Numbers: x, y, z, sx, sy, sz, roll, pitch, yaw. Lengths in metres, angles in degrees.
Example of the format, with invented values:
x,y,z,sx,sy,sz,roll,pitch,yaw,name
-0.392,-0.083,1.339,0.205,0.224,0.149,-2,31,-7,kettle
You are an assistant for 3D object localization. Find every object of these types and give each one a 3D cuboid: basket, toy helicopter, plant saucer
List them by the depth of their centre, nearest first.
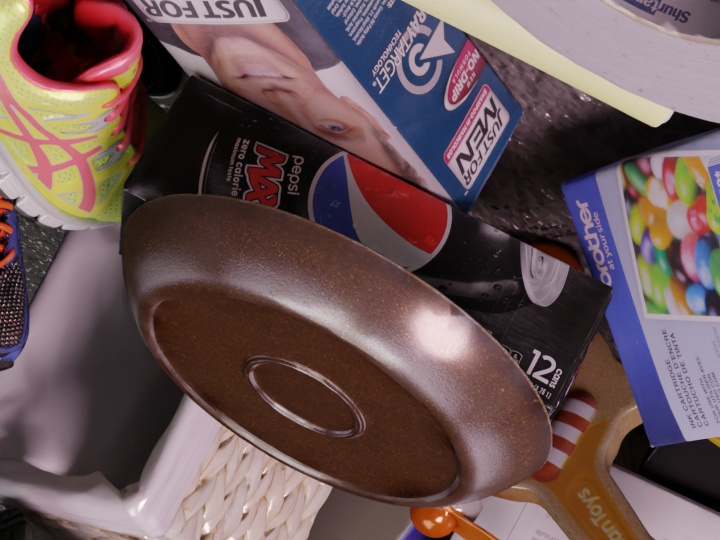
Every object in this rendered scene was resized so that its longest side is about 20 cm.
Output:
x,y,z,sx,sy,sz,roll,pitch,yaw,name
-0.017,0.042,1.178,0.199,0.032,0.200,25,154,13,plant saucer
0.081,0.094,1.268,0.200,0.132,0.079,55,173,35,toy helicopter
-0.076,0.048,1.357,0.135,0.201,0.123,7,154,41,basket

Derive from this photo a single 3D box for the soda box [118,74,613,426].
x,y,z,sx,sy,sz,roll,pitch,yaw,name
0.000,0.000,1.191,0.199,0.064,0.071,27,155,5,soda box

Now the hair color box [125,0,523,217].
x,y,z,sx,sy,sz,roll,pitch,yaw,name
-0.029,-0.106,1.170,0.100,0.061,0.200,5,146,44,hair color box

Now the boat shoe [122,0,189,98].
x,y,z,sx,sy,sz,roll,pitch,yaw,name
-0.137,-0.134,1.233,0.074,0.062,0.200,9,149,35,boat shoe

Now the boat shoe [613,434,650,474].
x,y,z,sx,sy,sz,roll,pitch,yaw,name
0.190,0.151,1.424,0.065,0.072,0.200,-27,114,19,boat shoe

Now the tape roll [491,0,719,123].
x,y,z,sx,sy,sz,roll,pitch,yaw,name
0.114,-0.134,0.956,0.199,0.066,0.201,24,156,12,tape roll

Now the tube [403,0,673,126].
x,y,z,sx,sy,sz,roll,pitch,yaw,name
0.036,-0.121,1.069,0.199,0.052,0.058,27,-168,-4,tube

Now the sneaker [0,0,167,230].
x,y,z,sx,sy,sz,roll,pitch,yaw,name
-0.119,-0.076,1.192,0.090,0.079,0.200,-13,154,26,sneaker

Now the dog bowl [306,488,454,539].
x,y,z,sx,sy,sz,roll,pitch,yaw,name
-0.027,0.120,1.429,0.199,0.201,0.079,8,146,39,dog bowl

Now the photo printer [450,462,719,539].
x,y,z,sx,sy,sz,roll,pitch,yaw,name
0.096,0.190,1.314,0.166,0.201,0.069,23,168,25,photo printer

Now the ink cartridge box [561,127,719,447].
x,y,z,sx,sy,sz,roll,pitch,yaw,name
0.148,0.004,1.142,0.200,0.042,0.120,-17,93,60,ink cartridge box

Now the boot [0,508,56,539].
x,y,z,sx,sy,sz,roll,pitch,yaw,name
-0.149,0.167,1.359,0.130,0.068,0.200,34,164,-23,boot

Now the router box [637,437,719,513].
x,y,z,sx,sy,sz,roll,pitch,yaw,name
0.236,0.091,1.262,0.199,0.052,0.157,29,155,3,router box

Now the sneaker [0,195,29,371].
x,y,z,sx,sy,sz,roll,pitch,yaw,name
-0.191,-0.049,1.332,0.075,0.201,0.078,-3,162,-39,sneaker
